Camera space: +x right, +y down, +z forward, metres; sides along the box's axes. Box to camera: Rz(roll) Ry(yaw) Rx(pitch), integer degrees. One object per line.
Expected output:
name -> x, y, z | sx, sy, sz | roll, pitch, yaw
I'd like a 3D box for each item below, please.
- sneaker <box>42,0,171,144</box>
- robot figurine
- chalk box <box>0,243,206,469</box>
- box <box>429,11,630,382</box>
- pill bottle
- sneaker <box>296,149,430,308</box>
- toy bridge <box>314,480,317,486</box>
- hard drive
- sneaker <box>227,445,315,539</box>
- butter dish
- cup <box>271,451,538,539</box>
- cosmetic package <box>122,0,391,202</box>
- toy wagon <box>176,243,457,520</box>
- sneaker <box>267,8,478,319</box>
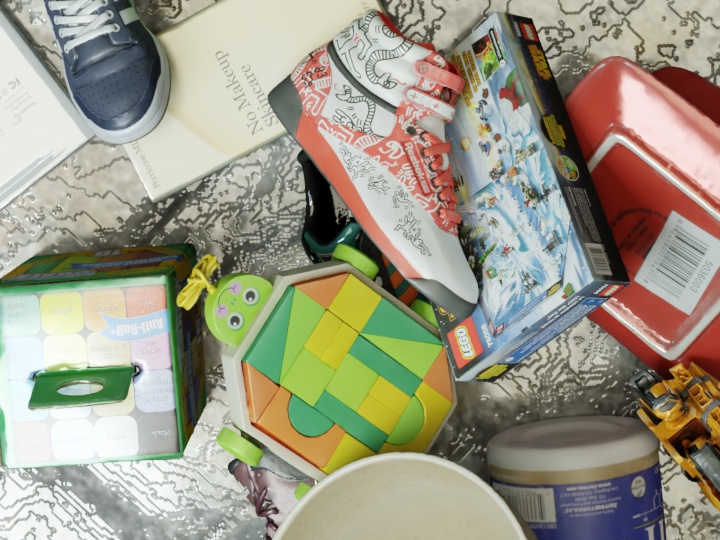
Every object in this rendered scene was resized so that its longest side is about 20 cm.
sneaker -> -0.182, -0.183, 1.398 | 0.070, 0.109, 0.201 | -20, 59, 9
robot figurine -> 0.254, 0.138, 1.439 | 0.058, 0.145, 0.200 | -40, 126, 3
chalk box -> -0.175, 0.057, 1.428 | 0.124, 0.200, 0.125 | -3, 97, 1
box -> 0.087, -0.047, 1.401 | 0.137, 0.040, 0.201 | -38, 59, 40
pill bottle -> 0.154, 0.209, 1.481 | 0.119, 0.120, 0.201 | -6, 97, 2
sneaker -> 0.000, 0.000, 1.469 | 0.071, 0.080, 0.201 | -16, 92, 34
toy bridge -> 0.003, 0.205, 1.465 | 0.067, 0.027, 0.201 | -27, 104, -13
hard drive -> -0.295, -0.135, 1.495 | 0.132, 0.027, 0.200 | -37, 95, 5
sneaker -> -0.061, 0.191, 1.513 | 0.115, 0.076, 0.200 | 35, 86, 2
butter dish -> 0.219, -0.053, 1.443 | 0.199, 0.148, 0.200 | 40, 137, 5
cup -> 0.051, 0.227, 1.379 | 0.199, 0.143, 0.202 | -8, 73, 27
cosmetic package -> -0.074, -0.138, 1.467 | 0.199, 0.073, 0.104 | -29, 95, 3
toy wagon -> -0.031, 0.061, 1.398 | 0.200, 0.040, 0.156 | 37, 80, -24
sneaker -> 0.037, -0.074, 1.378 | 0.108, 0.067, 0.202 | -41, 72, 9
